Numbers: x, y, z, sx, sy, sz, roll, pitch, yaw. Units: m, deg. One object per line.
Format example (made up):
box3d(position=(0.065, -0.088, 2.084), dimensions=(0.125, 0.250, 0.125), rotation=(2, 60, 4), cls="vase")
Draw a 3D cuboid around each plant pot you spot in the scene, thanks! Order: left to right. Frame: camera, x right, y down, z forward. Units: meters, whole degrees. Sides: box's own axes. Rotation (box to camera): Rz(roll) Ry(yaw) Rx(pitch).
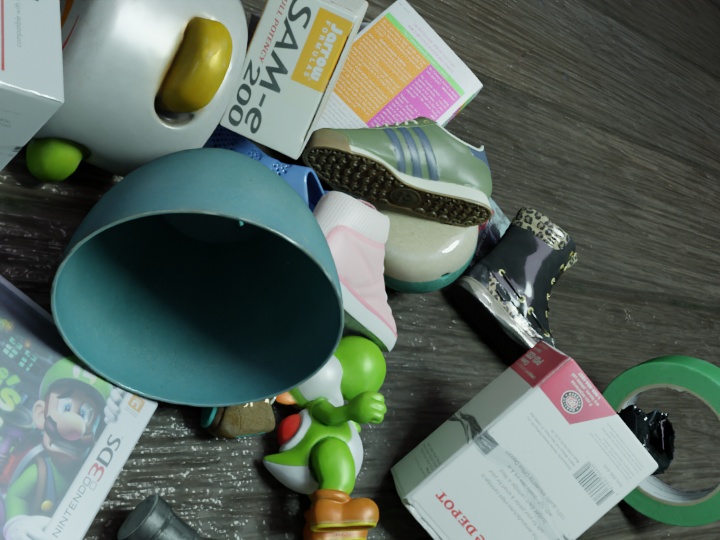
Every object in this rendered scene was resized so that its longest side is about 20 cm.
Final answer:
box3d(position=(-0.112, -0.013, 0.659), dimensions=(0.200, 0.200, 0.135), rotation=(33, 36, -30), cls="plant pot")

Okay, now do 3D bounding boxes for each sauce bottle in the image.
box3d(position=(-0.092, 0.243, 0.647), dimensions=(0.200, 0.065, 0.065), rotation=(46, 40, -14), cls="sauce bottle")

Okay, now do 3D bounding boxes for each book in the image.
box3d(position=(0.019, -0.177, 0.938), dimensions=(0.134, 0.048, 0.200), rotation=(45, 70, 3), cls="book")

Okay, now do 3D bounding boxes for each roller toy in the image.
box3d(position=(-0.181, -0.171, 0.711), dimensions=(0.139, 0.200, 0.183), rotation=(23, 45, -37), cls="roller toy")

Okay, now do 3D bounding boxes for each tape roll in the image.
box3d(position=(0.383, 0.206, 1.081), dimensions=(0.048, 0.200, 0.201), rotation=(-10, 74, -49), cls="tape roll")

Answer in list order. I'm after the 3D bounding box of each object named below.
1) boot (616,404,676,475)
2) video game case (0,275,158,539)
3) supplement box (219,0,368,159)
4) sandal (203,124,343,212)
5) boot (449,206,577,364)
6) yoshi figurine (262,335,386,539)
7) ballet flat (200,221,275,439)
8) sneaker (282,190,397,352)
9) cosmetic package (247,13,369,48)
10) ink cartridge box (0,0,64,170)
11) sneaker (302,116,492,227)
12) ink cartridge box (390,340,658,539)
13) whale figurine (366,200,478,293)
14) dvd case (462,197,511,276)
box3d(position=(0.229, 0.208, 0.936), dimensions=(0.200, 0.168, 0.077), rotation=(-14, 77, -50), cls="boot")
box3d(position=(-0.251, 0.099, 0.595), dimensions=(0.200, 0.023, 0.182), rotation=(43, 41, -20), cls="video game case")
box3d(position=(-0.053, -0.188, 0.787), dimensions=(0.073, 0.126, 0.200), rotation=(23, 19, -5), cls="supplement box")
box3d(position=(-0.075, -0.078, 0.853), dimensions=(0.200, 0.087, 0.080), rotation=(39, 44, -22), cls="sandal")
box3d(position=(0.216, 0.035, 1.070), dimensions=(0.200, 0.073, 0.151), rotation=(43, 68, -11), cls="boot")
box3d(position=(-0.012, 0.132, 0.780), dimensions=(0.112, 0.112, 0.201), rotation=(34, 40, -52), cls="yoshi figurine")
box3d(position=(-0.089, 0.050, 0.763), dimensions=(0.072, 0.068, 0.201), rotation=(16, 56, -23), cls="ballet flat")
box3d(position=(0.000, 0.000, 0.818), dimensions=(0.105, 0.075, 0.200), rotation=(-65, 151, -17), cls="sneaker")
box3d(position=(-0.046, -0.232, 0.979), dimensions=(0.051, 0.083, 0.200), rotation=(34, 28, 28), cls="cosmetic package")
box3d(position=(-0.258, -0.137, 0.595), dimensions=(0.067, 0.200, 0.116), rotation=(13, 57, -44), cls="ink cartridge box")
box3d(position=(0.042, -0.115, 0.883), dimensions=(0.199, 0.067, 0.090), rotation=(18, 61, -16), cls="sneaker")
box3d(position=(0.150, 0.188, 0.837), dimensions=(0.146, 0.200, 0.085), rotation=(50, -2, -12), cls="ink cartridge box")
box3d(position=(0.043, -0.061, 0.972), dimensions=(0.159, 0.104, 0.200), rotation=(-23, 58, -15), cls="whale figurine")
box3d(position=(0.138, -0.056, 1.124), dimensions=(0.200, 0.022, 0.146), rotation=(50, 39, -14), cls="dvd case")
